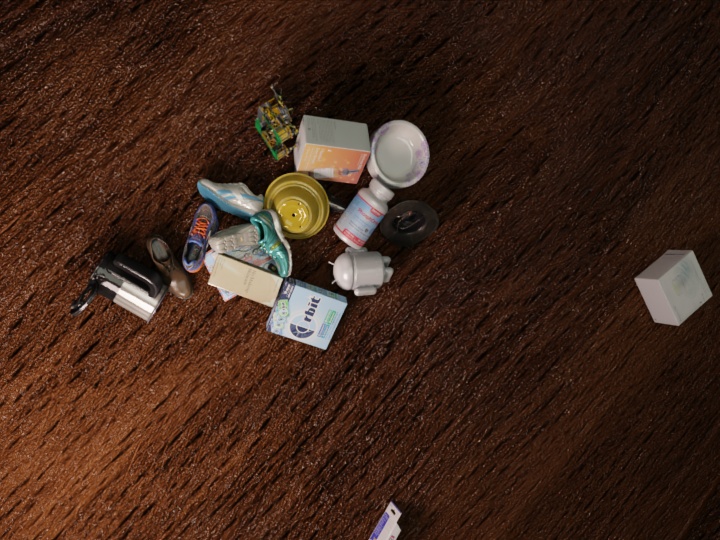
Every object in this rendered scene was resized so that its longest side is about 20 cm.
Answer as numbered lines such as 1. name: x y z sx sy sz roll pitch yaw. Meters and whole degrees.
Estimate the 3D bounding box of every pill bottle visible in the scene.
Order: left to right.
1. pill bottle: 0.014 -0.174 1.735 0.108 0.109 0.202 33 102 -16

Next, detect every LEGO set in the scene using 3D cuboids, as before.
1. LEGO set: -0.221 -0.422 1.648 0.115 0.200 0.155 -34 81 -15

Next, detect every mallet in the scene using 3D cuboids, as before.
1. mallet: -0.190 0.035 1.737 0.200 0.041 0.066 45 80 -16

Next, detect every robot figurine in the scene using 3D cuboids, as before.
1. robot figurine: 0.000 0.000 1.764 0.195 0.114 0.173 -4 55 -18

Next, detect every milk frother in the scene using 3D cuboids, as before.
1. milk frother: -0.632 0.074 1.513 0.186 0.180 0.203 32 67 -16

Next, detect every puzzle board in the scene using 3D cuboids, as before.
1. puzzle board: -0.350 -0.025 1.699 0.197 0.017 0.153 -30 101 -15

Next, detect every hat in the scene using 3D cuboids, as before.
1. hat: 0.147 -0.170 1.817 0.195 0.203 0.082 1 48 -18

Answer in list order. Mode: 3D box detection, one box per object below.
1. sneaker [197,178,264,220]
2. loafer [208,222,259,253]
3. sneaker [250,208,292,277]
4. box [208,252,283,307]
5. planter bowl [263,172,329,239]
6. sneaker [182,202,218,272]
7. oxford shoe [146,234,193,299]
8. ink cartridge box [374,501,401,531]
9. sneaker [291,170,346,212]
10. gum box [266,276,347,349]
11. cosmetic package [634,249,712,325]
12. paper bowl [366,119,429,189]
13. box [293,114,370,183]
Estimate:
1. sneaker: -0.375 -0.218 1.660 0.197 0.076 0.082 25 68 -18
2. loafer: -0.343 -0.104 1.653 0.197 0.069 0.072 -18 122 -38
3. sneaker: -0.255 -0.072 1.631 0.079 0.077 0.204 -25 94 -40
4. box: -0.329 0.025 1.651 0.196 0.078 0.097 20 92 -14
5. planter bowl: -0.190 -0.172 1.667 0.195 0.084 0.205 0 114 1
6. sneaker: -0.454 -0.093 1.624 0.073 0.078 0.205 13 88 -8
7. oxford shoe: -0.536 -0.005 1.604 0.072 0.084 0.203 -35 103 -15
8. ink cartridge box: 0.073 0.850 1.829 0.037 0.094 0.203 32 82 -16
9. sneaker: -0.124 -0.243 1.738 0.196 0.075 0.090 20 81 -18
10. gum box: -0.161 0.129 1.719 0.196 0.045 0.173 19 111 -18
11. cosmetic package: 1.172 0.062 2.150 0.198 0.123 0.202 -34 102 -13
12. paper bowl: 0.108 -0.358 1.792 0.195 0.104 0.207 -1 93 -18
13. box: -0.086 -0.352 1.688 0.195 0.153 0.109 3 59 -17
